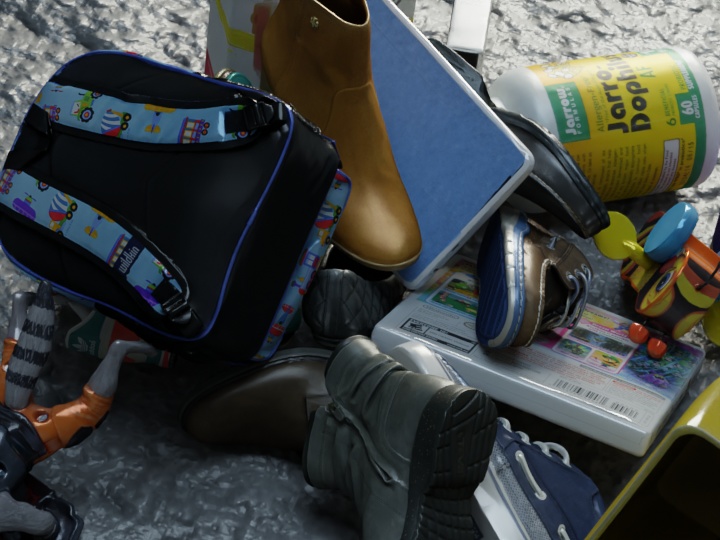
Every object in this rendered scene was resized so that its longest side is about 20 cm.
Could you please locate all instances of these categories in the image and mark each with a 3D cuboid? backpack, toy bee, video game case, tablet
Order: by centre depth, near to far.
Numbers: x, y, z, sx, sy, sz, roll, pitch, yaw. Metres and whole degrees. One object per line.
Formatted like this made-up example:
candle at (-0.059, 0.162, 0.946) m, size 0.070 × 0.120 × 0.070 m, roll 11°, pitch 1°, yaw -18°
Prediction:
backpack at (-0.133, -0.046, 1.529) m, size 0.200 × 0.135 × 0.183 m, roll 20°, pitch 86°, yaw 27°
video game case at (0.127, 0.055, 1.608) m, size 0.200 × 0.024 × 0.182 m, roll 21°, pitch 22°, yaw 14°
toy bee at (0.218, 0.006, 1.638) m, size 0.131 × 0.200 × 0.109 m, roll 37°, pitch 85°, yaw 10°
tablet at (0.021, -0.097, 1.639) m, size 0.200 × 0.130 × 0.014 m, roll 50°, pitch 15°, yaw 26°

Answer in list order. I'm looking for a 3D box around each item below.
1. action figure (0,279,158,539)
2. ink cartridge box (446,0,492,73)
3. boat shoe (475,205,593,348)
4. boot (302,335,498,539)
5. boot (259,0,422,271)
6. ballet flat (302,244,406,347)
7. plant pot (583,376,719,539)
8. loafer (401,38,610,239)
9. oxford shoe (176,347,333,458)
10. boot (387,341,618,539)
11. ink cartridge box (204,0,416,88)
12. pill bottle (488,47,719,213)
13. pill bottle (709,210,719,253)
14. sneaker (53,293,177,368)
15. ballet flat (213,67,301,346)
action figure at (-0.250, 0.098, 1.490) m, size 0.200 × 0.105 × 0.194 m, roll 25°, pitch 75°, yaw 23°
ink cartridge box at (0.090, -0.202, 1.858) m, size 0.037 × 0.095 × 0.200 m, roll 11°, pitch 44°, yaw 4°
boat shoe at (0.123, 0.005, 1.596) m, size 0.072 × 0.072 × 0.200 m, roll 16°, pitch 21°, yaw -3°
boot at (0.012, 0.150, 1.478) m, size 0.068 × 0.200 × 0.131 m, roll 13°, pitch 4°, yaw -42°
boot at (-0.011, -0.111, 1.573) m, size 0.071 × 0.144 × 0.201 m, roll -18°, pitch 57°, yaw -27°
ballet flat at (0.000, 0.000, 1.634) m, size 0.066 × 0.057 × 0.200 m, roll 10°, pitch 19°, yaw 3°
plant pot at (0.246, 0.172, 1.422) m, size 0.200 × 0.200 × 0.176 m, roll 34°, pitch 33°, yaw 2°
loafer at (0.093, -0.080, 1.646) m, size 0.072 × 0.073 × 0.200 m, roll -44°, pitch 62°, yaw -9°
oxford shoe at (-0.023, 0.101, 1.554) m, size 0.200 × 0.073 × 0.084 m, roll -3°, pitch 47°, yaw -11°
boot at (0.093, 0.130, 1.517) m, size 0.090 × 0.073 × 0.200 m, roll -19°, pitch 78°, yaw -32°
ink cartridge box at (-0.038, -0.192, 1.756) m, size 0.145 × 0.200 × 0.083 m, roll -4°, pitch 46°, yaw -12°
pill bottle at (0.162, -0.104, 1.758) m, size 0.200 × 0.113 × 0.113 m, roll -9°, pitch 47°, yaw -16°
pill bottle at (0.328, -0.067, 1.680) m, size 0.116 × 0.200 × 0.116 m, roll 4°, pitch 44°, yaw -4°
sneaker at (-0.177, -0.015, 1.649) m, size 0.093 × 0.070 × 0.200 m, roll 3°, pitch 47°, yaw -14°
ballet flat at (-0.095, -0.040, 1.632) m, size 0.071 × 0.071 × 0.200 m, roll -12°, pitch 88°, yaw -19°
